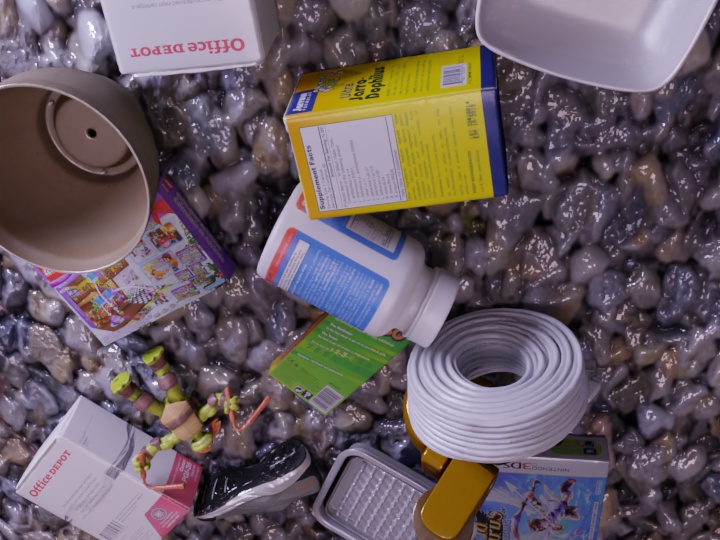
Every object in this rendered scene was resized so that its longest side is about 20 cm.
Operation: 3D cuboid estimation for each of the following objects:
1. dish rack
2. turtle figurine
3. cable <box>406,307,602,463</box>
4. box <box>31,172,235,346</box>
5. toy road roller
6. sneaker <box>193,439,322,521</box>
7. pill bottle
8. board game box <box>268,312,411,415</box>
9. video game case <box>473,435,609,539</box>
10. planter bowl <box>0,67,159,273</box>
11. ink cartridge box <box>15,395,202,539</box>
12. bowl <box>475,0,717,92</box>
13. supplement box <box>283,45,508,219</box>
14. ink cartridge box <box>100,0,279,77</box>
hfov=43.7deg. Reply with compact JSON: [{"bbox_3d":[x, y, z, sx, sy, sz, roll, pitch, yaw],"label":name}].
[{"bbox_3d":[0.046,0.312,1.175,0.198,0.044,0.173,29,130,4],"label":"dish rack"},{"bbox_3d":[-0.225,0.172,1.133,0.198,0.065,0.162,-34,111,5],"label":"turtle figurine"},{"bbox_3d":[0.145,0.119,0.964,0.197,0.200,0.070,10,127,28],"label":"cable"},{"bbox_3d":[-0.261,-0.008,1.033,0.198,0.039,0.138,-25,117,22],"label":"box"},{"bbox_3d":[0.097,0.214,1.049,0.145,0.202,0.123,29,165,16],"label":"toy road roller"},{"bbox_3d":[-0.140,0.298,1.201,0.198,0.075,0.080,-23,123,21],"label":"sneaker"},{"bbox_3d":[0.000,0.000,0.946,0.198,0.113,0.113,28,123,-2],"label":"pill bottle"},{"bbox_3d":[-0.014,0.088,1.070,0.095,0.030,0.200,38,122,-16],"label":"board game box"},{"bbox_3d":[0.220,0.299,1.167,0.178,0.046,0.203,2,124,7],"label":"video game case"},{"bbox_3d":[-0.289,-0.118,0.907,0.196,0.136,0.203,3,124,5],"label":"planter bowl"},{"bbox_3d":[-0.335,0.280,1.207,0.199,0.083,0.147,35,121,-16],"label":"ink cartridge box"},{"bbox_3d":[0.209,-0.270,0.775,0.196,0.075,0.203,15,123,-2],"label":"bowl"},{"bbox_3d":[0.039,-0.133,0.867,0.196,0.110,0.110,-6,123,11],"label":"supplement box"},{"bbox_3d":[-0.163,-0.289,0.807,0.142,0.084,0.203,-3,123,9],"label":"ink cartridge box"}]
